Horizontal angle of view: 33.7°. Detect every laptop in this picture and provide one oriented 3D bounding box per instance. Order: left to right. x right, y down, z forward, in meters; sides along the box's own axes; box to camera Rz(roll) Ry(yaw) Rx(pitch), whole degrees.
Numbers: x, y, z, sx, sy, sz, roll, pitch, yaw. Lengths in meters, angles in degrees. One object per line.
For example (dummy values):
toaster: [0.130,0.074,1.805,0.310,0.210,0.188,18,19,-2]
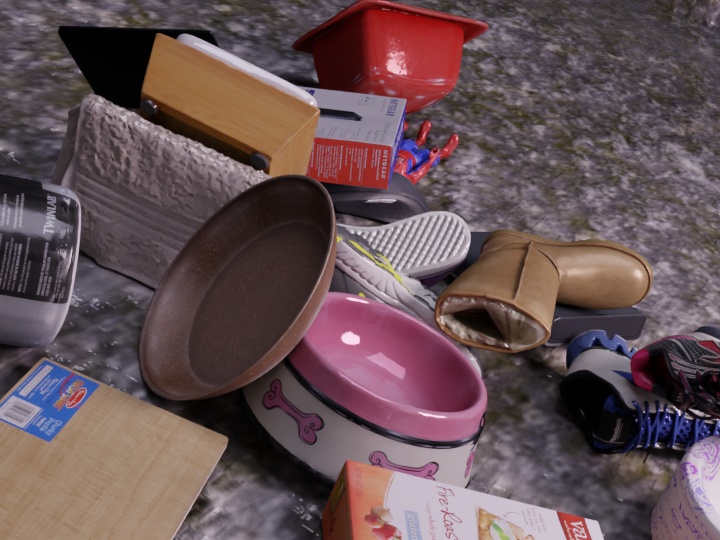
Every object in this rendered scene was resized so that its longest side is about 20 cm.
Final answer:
laptop: [-0.190,-0.225,1.264,0.176,0.104,0.200,6,23,18]

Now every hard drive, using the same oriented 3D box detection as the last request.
hard drive: [0.176,0.013,1.221,0.139,0.033,0.200,0,27,-37]

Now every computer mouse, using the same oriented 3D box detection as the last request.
computer mouse: [-0.003,-0.079,1.266,0.199,0.046,0.141,14,26,-17]

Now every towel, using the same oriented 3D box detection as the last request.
towel: [-0.168,-0.053,1.004,0.199,0.133,0.034,24,23,4]

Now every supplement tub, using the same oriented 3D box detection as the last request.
supplement tub: [-0.308,-0.017,0.843,0.199,0.123,0.123,11,29,-22]

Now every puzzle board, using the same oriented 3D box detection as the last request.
puzzle board: [-0.186,0.137,0.776,0.150,0.017,0.200,23,27,3]

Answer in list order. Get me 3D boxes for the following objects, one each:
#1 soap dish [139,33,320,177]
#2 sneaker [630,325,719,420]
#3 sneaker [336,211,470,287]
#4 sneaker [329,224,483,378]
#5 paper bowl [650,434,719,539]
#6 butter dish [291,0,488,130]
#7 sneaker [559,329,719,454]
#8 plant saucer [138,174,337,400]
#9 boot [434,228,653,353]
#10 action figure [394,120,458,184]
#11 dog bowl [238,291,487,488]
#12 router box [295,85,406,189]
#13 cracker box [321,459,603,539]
soap dish: [-0.128,-0.102,1.070,0.157,0.200,0.081,26,55,5]
sneaker: [0.294,0.095,0.955,0.074,0.081,0.200,-9,5,-16]
sneaker: [0.000,0.001,1.121,0.199,0.114,0.073,-5,76,-6]
sneaker: [0.022,0.045,1.043,0.200,0.085,0.075,40,14,-14]
paper bowl: [0.315,0.225,0.898,0.200,0.105,0.201,18,28,-10]
butter dish: [0.036,-0.245,1.504,0.198,0.149,0.200,5,-10,-31]
sneaker: [0.260,0.135,1.063,0.199,0.081,0.115,24,30,18]
plant saucer: [-0.087,0.018,0.907,0.037,0.200,0.201,42,14,-35]
boot: [0.168,0.025,1.058,0.174,0.067,0.200,8,18,13]
action figure: [0.059,-0.139,1.425,0.065,0.052,0.200,32,31,10]
dog bowl: [0.010,0.091,0.920,0.199,0.074,0.200,23,21,-9]
router box: [-0.046,-0.151,1.299,0.178,0.049,0.200,7,23,3]
cracker box: [0.077,0.210,0.797,0.199,0.058,0.134,16,28,-14]
